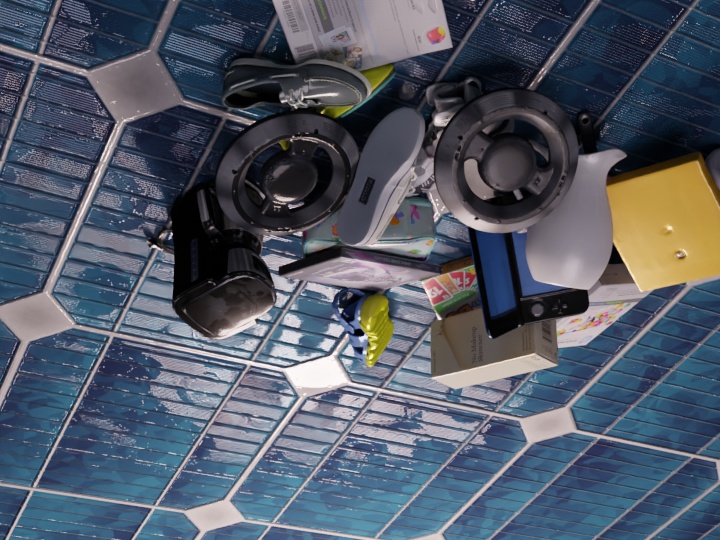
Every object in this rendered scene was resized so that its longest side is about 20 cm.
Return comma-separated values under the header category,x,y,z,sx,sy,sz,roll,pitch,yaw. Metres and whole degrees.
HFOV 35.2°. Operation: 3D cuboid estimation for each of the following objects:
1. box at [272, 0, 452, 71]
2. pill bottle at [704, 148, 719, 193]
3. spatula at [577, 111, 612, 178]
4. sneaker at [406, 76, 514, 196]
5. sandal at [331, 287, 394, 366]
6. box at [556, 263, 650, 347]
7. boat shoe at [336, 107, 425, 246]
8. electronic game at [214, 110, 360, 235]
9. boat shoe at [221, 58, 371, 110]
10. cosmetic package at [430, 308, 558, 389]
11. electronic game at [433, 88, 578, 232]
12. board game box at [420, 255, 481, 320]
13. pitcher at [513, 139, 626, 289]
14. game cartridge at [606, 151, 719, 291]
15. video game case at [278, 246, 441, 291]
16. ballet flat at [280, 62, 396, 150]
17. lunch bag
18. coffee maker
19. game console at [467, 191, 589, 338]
category,x,y,z,sx,sy,sz,roll,pitch,yaw
box,0.003,-0.322,1.418,0.200,0.041,0.156,-13,139,8
pill bottle,0.534,-0.080,1.726,0.111,0.111,0.200,5,138,-15
spatula,0.343,-0.157,1.674,0.056,0.021,0.200,-13,138,8
sneaker,0.103,-0.188,1.564,0.200,0.075,0.115,-30,133,16
sandal,0.003,0.087,1.866,0.087,0.080,0.200,24,151,19
box,0.374,0.060,1.857,0.156,0.041,0.200,-2,148,-40
boat shoe,0.042,-0.122,1.542,0.086,0.075,0.202,5,110,-61
electronic game,-0.096,-0.127,1.513,0.200,0.042,0.200,-12,134,-12
boat shoe,-0.085,-0.225,1.442,0.200,0.062,0.073,9,145,19
cosmetic package,0.212,0.116,1.817,0.200,0.104,0.073,-19,149,35
electronic game,0.196,-0.145,1.521,0.199,0.042,0.200,-5,114,-10
board game box,0.170,0.056,1.884,0.095,0.030,0.200,-17,140,10
pitcher,0.279,-0.082,1.623,0.171,0.201,0.121,10,-176,17
game cartridge,0.455,-0.068,1.676,0.176,0.032,0.200,-15,119,35
video game case,0.000,0.000,1.683,0.200,0.019,0.143,10,162,-41
ballet flat,-0.042,-0.224,1.510,0.067,0.067,0.200,43,122,-15
lunch bag,0.006,-0.054,1.666,0.199,0.077,0.160,-1,166,-4
coffee maker,-0.209,-0.006,1.617,0.135,0.200,0.192,23,130,-29
game console,0.248,-0.015,1.670,0.170,0.118,0.200,-10,94,1
